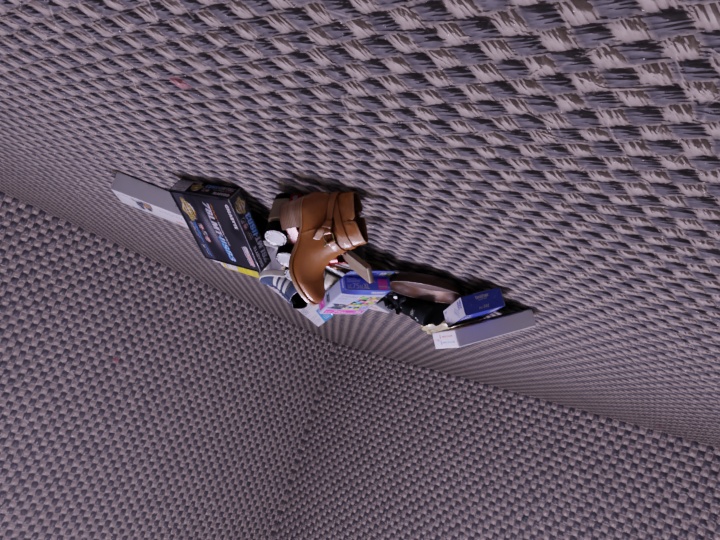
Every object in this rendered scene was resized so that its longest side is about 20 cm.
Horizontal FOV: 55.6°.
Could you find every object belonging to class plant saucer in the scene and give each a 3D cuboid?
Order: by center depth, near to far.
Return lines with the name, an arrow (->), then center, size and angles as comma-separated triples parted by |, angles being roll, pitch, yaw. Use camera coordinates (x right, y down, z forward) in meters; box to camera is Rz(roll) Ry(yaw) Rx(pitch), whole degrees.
plant saucer -> 0.154, 0.038, 1.597 | 0.195, 0.033, 0.200 | 11, 169, 2

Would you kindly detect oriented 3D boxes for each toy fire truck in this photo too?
toy fire truck -> -0.069, -0.052, 1.314 | 0.195, 0.131, 0.178 | -2, 141, 17

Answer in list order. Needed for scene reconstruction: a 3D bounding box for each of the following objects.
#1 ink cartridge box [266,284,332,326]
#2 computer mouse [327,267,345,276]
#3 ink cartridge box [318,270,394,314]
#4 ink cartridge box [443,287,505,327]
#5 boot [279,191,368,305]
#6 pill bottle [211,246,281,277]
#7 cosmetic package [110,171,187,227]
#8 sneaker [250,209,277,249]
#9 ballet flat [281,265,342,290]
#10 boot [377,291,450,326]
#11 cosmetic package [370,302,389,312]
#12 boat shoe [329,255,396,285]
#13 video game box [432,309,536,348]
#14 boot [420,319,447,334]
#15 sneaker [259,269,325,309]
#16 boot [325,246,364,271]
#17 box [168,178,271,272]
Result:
ink cartridge box -> -0.155, 0.052, 1.929 | 0.199, 0.085, 0.144 | 38, 154, -7
computer mouse -> -0.109, -0.037, 1.732 | 0.198, 0.045, 0.109 | 32, 160, -26
ink cartridge box -> -0.010, 0.053, 1.578 | 0.117, 0.043, 0.200 | 2, 155, -25
ink cartridge box -> 0.253, 0.086, 1.546 | 0.092, 0.045, 0.200 | -14, 169, -7
boot -> -0.053, -0.038, 1.205 | 0.151, 0.205, 0.074 | -7, -161, 24
pill bottle -> -0.304, -0.052, 1.803 | 0.196, 0.117, 0.114 | 16, 169, 22
cosmetic package -> -0.527, -0.177, 1.761 | 0.196, 0.053, 0.151 | 21, 172, -5
sneaker -> -0.227, -0.086, 1.603 | 0.196, 0.074, 0.085 | 19, 167, -4
ballet flat -> -0.112, 0.014, 1.639 | 0.198, 0.063, 0.067 | 27, 173, 35
boot -> 0.133, 0.079, 1.768 | 0.160, 0.075, 0.197 | 29, -165, 25
cosmetic package -> -0.023, 0.065, 2.009 | 0.197, 0.053, 0.149 | 8, 167, 46
boat shoe -> 0.000, 0.000, 1.618 | 0.198, 0.075, 0.075 | 27, 167, -33
video game box -> 0.288, 0.140, 1.617 | 0.195, 0.048, 0.182 | -14, 173, -12
boot -> 0.259, 0.151, 1.913 | 0.152, 0.075, 0.200 | 8, 174, 17
sneaker -> -0.156, 0.041, 1.504 | 0.074, 0.087, 0.197 | 2, 178, -43
boot -> -0.084, -0.031, 1.504 | 0.196, 0.074, 0.152 | 22, 149, 9
box -> -0.310, -0.101, 1.520 | 0.195, 0.050, 0.203 | 15, 139, 35
